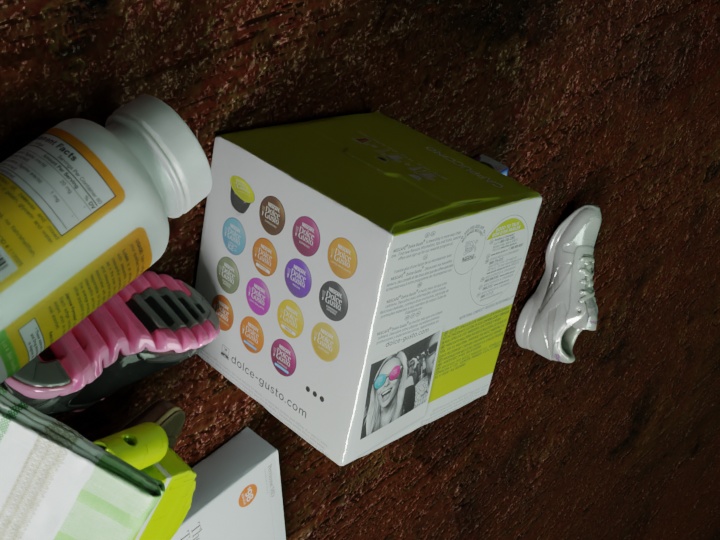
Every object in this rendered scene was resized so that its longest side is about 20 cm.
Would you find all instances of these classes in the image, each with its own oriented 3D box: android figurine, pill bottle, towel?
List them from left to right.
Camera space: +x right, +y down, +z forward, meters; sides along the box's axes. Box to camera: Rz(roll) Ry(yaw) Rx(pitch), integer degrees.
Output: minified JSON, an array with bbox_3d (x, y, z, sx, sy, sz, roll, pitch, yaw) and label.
[{"bbox_3d":[-0.224,0.119,0.644,0.150,0.198,0.031,-53,-169,33],"label":"towel"},{"bbox_3d":[-0.196,-0.028,0.729,0.199,0.110,0.112,-41,142,-26],"label":"pill bottle"},{"bbox_3d":[-0.193,0.192,0.819,0.199,0.041,0.184,-13,136,-60],"label":"android figurine"}]

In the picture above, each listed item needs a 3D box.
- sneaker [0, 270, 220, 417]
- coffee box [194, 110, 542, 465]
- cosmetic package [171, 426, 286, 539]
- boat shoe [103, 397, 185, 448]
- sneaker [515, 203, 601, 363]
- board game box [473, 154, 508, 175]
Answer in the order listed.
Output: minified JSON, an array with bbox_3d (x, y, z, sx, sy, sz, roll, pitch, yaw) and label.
[{"bbox_3d":[-0.196,0.066,0.852,0.198,0.079,0.096,-16,149,-45],"label":"sneaker"},{"bbox_3d":[0.000,0.000,0.929,0.198,0.198,0.201,-16,127,-46],"label":"coffee box"},{"bbox_3d":[-0.141,0.273,1.083,0.150,0.051,0.203,-37,140,-36],"label":"cosmetic package"},{"bbox_3d":[-0.223,0.168,0.874,0.200,0.067,0.072,-45,161,-21],"label":"boat shoe"},{"bbox_3d":[0.269,0.019,1.389,0.074,0.099,0.203,2,112,-50],"label":"sneaker"},{"bbox_3d":[0.071,0.006,1.169,0.199,0.041,0.202,-30,136,-37],"label":"board game box"}]
